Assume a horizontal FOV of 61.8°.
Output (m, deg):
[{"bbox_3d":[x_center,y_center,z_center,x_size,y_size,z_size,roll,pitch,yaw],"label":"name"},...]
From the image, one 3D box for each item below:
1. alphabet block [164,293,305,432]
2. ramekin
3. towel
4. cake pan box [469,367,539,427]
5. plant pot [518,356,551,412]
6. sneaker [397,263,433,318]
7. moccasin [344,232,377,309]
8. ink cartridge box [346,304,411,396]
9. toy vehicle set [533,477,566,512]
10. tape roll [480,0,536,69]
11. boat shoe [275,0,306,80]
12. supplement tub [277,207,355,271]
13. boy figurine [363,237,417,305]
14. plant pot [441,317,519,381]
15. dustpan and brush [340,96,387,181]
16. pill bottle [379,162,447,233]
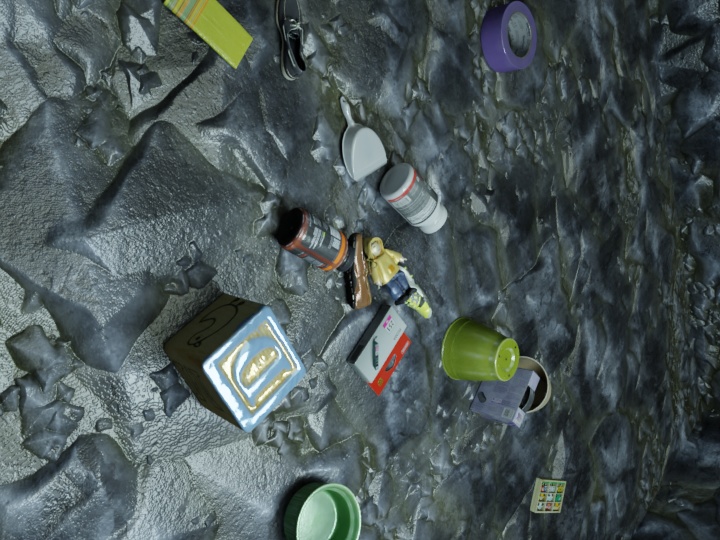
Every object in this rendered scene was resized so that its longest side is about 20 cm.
[{"bbox_3d":[-0.270,0.193,1.301,0.195,0.197,0.200,-41,120,-31],"label":"alphabet block"},{"bbox_3d":[-0.102,0.646,1.543,0.196,0.097,0.207,7,79,-36],"label":"ramekin"},{"bbox_3d":[-0.325,-0.537,1.295,0.199,0.018,0.088,38,75,-38],"label":"towel"},{"bbox_3d":[0.477,0.407,1.987,0.052,0.198,0.187,40,67,-30],"label":"cake pan box"},{"bbox_3d":[0.598,0.419,2.126,0.199,0.184,0.192,30,75,-53],"label":"plant pot"},{"bbox_3d":[0.136,0.071,1.740,0.077,0.075,0.201,-47,113,-18],"label":"sneaker"},{"bbox_3d":[0.001,0.000,1.594,0.076,0.073,0.208,-13,104,-24],"label":"moccasin"},{"bbox_3d":[0.069,0.232,1.709,0.174,0.043,0.202,50,63,-31],"label":"ink cartridge box"},{"bbox_3d":[0.748,0.895,2.392,0.197,0.026,0.128,19,82,-41],"label":"toy vehicle set"},{"bbox_3d":[0.479,-0.750,1.939,0.196,0.084,0.207,-5,97,-40],"label":"tape roll"},{"bbox_3d":[-0.153,-0.557,1.412,0.071,0.062,0.207,-8,100,-40],"label":"boat shoe"},{"bbox_3d":[-0.103,-0.066,1.482,0.198,0.106,0.110,30,75,-39],"label":"supplement tub"},{"bbox_3d":[0.076,-0.010,1.640,0.123,0.064,0.203,-36,98,-26],"label":"boy figurine"},{"bbox_3d":[0.388,0.264,1.896,0.197,0.190,0.207,-6,99,-40],"label":"plant pot"},{"bbox_3d":[-0.009,-0.355,1.577,0.139,0.056,0.205,-36,123,-35],"label":"dustpan and brush"},{"bbox_3d":[0.152,-0.198,1.688,0.199,0.114,0.118,39,70,-38],"label":"pill bottle"}]
